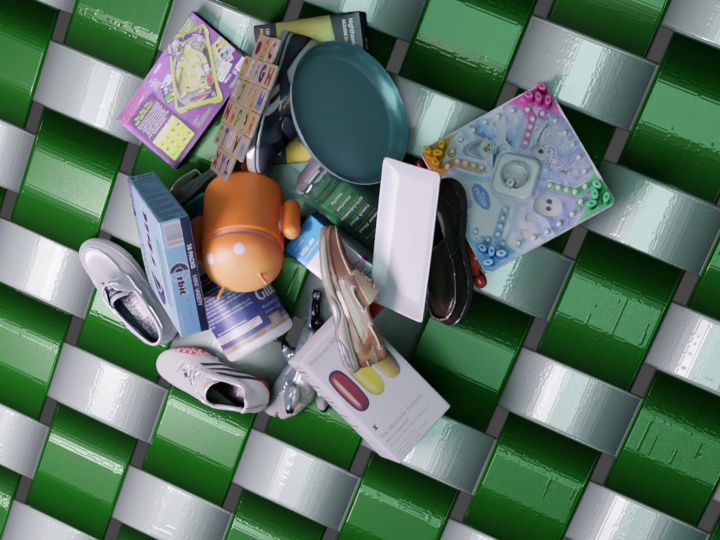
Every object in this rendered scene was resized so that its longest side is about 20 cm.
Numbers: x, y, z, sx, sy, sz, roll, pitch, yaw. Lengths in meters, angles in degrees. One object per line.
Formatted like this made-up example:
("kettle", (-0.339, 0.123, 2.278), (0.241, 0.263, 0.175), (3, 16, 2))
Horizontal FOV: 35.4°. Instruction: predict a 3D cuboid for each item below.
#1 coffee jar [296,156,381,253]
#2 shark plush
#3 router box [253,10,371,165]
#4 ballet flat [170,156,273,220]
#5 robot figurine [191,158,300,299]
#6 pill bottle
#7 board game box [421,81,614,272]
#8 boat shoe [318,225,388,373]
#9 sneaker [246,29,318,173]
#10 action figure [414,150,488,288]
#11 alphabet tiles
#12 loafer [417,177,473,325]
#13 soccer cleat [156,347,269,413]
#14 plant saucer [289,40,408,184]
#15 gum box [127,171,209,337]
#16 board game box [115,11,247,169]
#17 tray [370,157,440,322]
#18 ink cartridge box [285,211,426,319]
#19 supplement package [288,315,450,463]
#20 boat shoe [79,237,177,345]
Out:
("coffee jar", (0.009, -0.086, 1.572), (0.200, 0.104, 0.085), (37, 107, -17))
("shark plush", (-0.097, 0.130, 1.680), (0.083, 0.091, 0.201), (20, 111, 39))
("router box", (-0.060, -0.258, 1.606), (0.156, 0.052, 0.201), (-6, 99, 13))
("ballet flat", (-0.220, -0.134, 1.661), (0.199, 0.067, 0.064), (-30, 62, 13))
("robot figurine", (-0.160, -0.057, 1.559), (0.143, 0.201, 0.117), (8, 146, -15))
("pill bottle", (-0.193, 0.022, 1.655), (0.111, 0.111, 0.201), (-29, 93, 15))
("board game box", (0.211, -0.130, 1.536), (0.199, 0.026, 0.201), (-29, 74, 5))
("boat shoe", (-0.010, 0.034, 1.520), (0.071, 0.076, 0.201), (-13, 91, -1))
("sneaker", (-0.096, -0.224, 1.536), (0.079, 0.078, 0.201), (15, 87, 7))
("action figure", (0.145, -0.064, 1.598), (0.065, 0.099, 0.201), (-24, 72, 18))
("alphabet tiles", (-0.158, -0.224, 1.538), (0.006, 0.166, 0.201), (19, 98, -23))
("loafer", (0.102, -0.022, 1.521), (0.073, 0.071, 0.202), (6, 104, 51))
("soccer cleat", (-0.230, 0.166, 1.694), (0.199, 0.085, 0.069), (19, 104, 20))
("plant saucer", (-0.019, -0.208, 1.509), (0.027, 0.200, 0.201), (-19, 97, 48))
("gum box", (-0.269, -0.026, 1.568), (0.044, 0.200, 0.171), (-15, 117, -17))
("board game box", (-0.257, -0.264, 1.661), (0.120, 0.032, 0.200), (39, 105, -1))
("tray", (0.062, -0.042, 1.489), (0.107, 0.022, 0.201), (22, 113, 44))
("ink cartridge box", (0.000, 0.000, 1.607), (0.200, 0.116, 0.067), (40, 105, 3))
("supplement package", (0.010, 0.161, 1.606), (0.200, 0.109, 0.114), (45, 77, -7))
("boat shoe", (-0.361, 0.035, 1.716), (0.072, 0.069, 0.200), (-36, 91, 16))
